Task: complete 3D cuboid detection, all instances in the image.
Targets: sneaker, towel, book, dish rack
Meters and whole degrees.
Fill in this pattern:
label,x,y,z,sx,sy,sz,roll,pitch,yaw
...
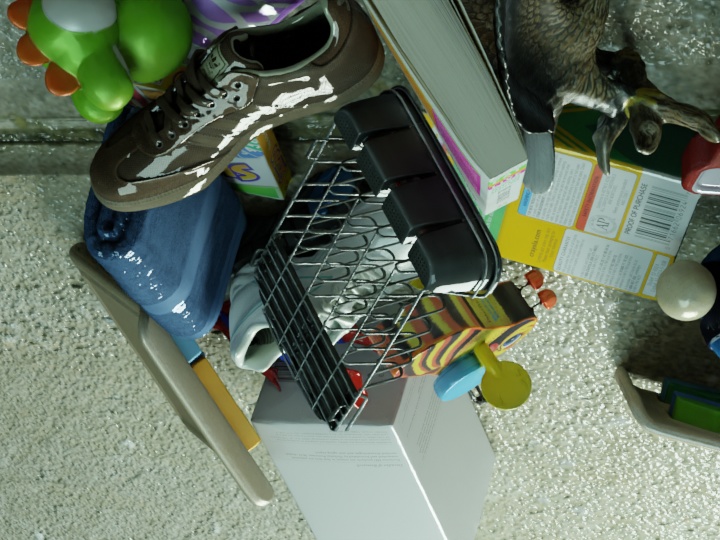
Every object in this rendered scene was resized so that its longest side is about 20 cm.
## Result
label,x,y,z,sx,sy,sz,roll,pitch,yaw
sneaker,-0.054,-0.005,1.503,0.199,0.073,0.082,-21,130,40
sneaker,-0.012,0.014,1.413,0.200,0.080,0.070,-29,125,32
sneaker,-0.085,-0.111,1.243,0.199,0.071,0.076,-29,143,4
towel,-0.131,-0.028,1.382,0.048,0.112,0.200,11,165,15
book,0.053,-0.104,1.223,0.048,0.134,0.200,-28,176,0
dish rack,0.000,0.000,1.313,0.054,0.154,0.200,-7,146,-32

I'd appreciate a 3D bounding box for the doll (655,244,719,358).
label,x,y,z,sx,sy,sz,roll,pitch,yaw
doll,0.270,0.044,1.389,0.048,0.137,0.200,-28,138,34

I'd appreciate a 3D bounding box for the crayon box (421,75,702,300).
label,x,y,z,sx,sy,sz,roll,pitch,yaw
crayon box,0.123,-0.060,1.382,0.199,0.052,0.126,15,142,3

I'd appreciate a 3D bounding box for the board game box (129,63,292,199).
label,x,y,z,sx,sy,sz,roll,pitch,yaw
board game box,-0.106,-0.093,1.396,0.095,0.030,0.200,12,167,10

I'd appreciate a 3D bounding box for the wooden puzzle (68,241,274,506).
label,x,y,z,sx,sy,sz,roll,pitch,yaw
wooden puzzle,-0.138,0.072,1.554,0.185,0.037,0.200,59,170,-26

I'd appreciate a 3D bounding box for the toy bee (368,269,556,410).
label,x,y,z,sx,sy,sz,roll,pitch,yaw
toy bee,0.081,0.033,1.480,0.109,0.200,0.131,-38,93,13

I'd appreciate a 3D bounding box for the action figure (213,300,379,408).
label,x,y,z,sx,sy,sz,roll,pitch,yaw
action figure,-0.056,0.047,1.538,0.200,0.065,0.052,26,150,40

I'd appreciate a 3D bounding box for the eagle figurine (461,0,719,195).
label,x,y,z,sx,sy,sz,roll,pitch,yaw
eagle figurine,0.105,-0.151,1.224,0.200,0.152,0.151,30,153,-32

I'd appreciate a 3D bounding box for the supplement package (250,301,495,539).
label,x,y,z,sx,sy,sz,roll,pitch,yaw
supplement package,0.014,0.133,1.606,0.119,0.122,0.200,-1,138,23

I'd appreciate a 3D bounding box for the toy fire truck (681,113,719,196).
label,x,y,z,sx,sy,sz,roll,pitch,yaw
toy fire truck,0.305,-0.082,1.230,0.199,0.113,0.168,2,161,-6

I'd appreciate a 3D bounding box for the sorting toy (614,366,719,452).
label,x,y,z,sx,sy,sz,roll,pitch,yaw
sorting toy,0.282,0.113,1.472,0.199,0.037,0.185,19,-175,2

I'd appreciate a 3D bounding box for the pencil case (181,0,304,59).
label,x,y,z,sx,sy,sz,roll,pitch,yaw
pencil case,-0.050,-0.193,1.258,0.200,0.084,0.086,-33,87,47

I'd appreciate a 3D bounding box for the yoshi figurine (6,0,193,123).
label,x,y,z,sx,sy,sz,roll,pitch,yaw
yoshi figurine,-0.166,-0.188,1.259,0.112,0.201,0.112,-23,170,5
